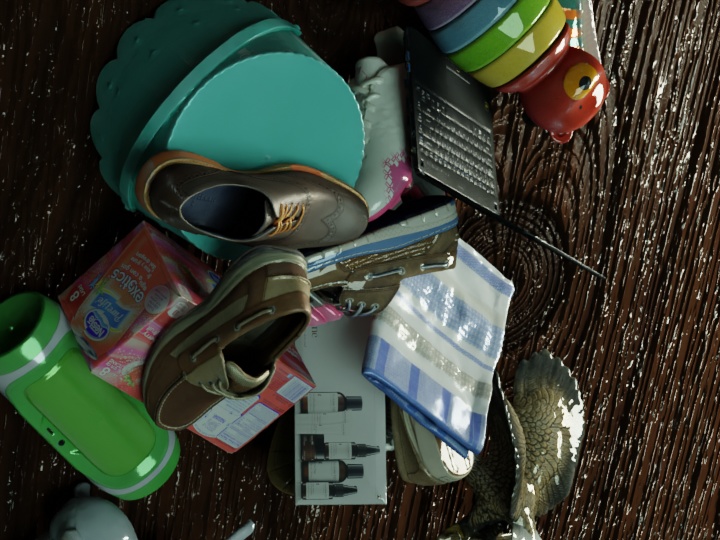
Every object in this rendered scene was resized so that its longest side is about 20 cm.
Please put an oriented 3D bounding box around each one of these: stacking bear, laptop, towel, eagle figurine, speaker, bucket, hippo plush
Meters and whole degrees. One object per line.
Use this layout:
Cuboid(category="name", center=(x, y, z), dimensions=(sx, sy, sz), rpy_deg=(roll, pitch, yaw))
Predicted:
Cuboid(category="stacking bear", center=(0.130, -0.200, 1.571), dimensions=(0.200, 0.114, 0.121), rpy_deg=(46, 70, -14))
Cuboid(category="laptop", center=(0.122, -0.097, 1.567), dimensions=(0.177, 0.103, 0.200), rpy_deg=(25, 59, -61))
Cuboid(category="towel", center=(0.072, 0.050, 1.631), dimensions=(0.147, 0.024, 0.200), rpy_deg=(40, 45, -27))
Cuboid(category="eagle figurine", center=(0.142, 0.186, 1.794), dimensions=(0.151, 0.152, 0.200), rpy_deg=(23, 105, -16))
Cuboid(category="speaker", center=(-0.235, 0.107, 1.552), dimensions=(0.088, 0.088, 0.200), rpy_deg=(-43, 127, -7))
Cuboid(category="bucket", center=(-0.105, -0.112, 1.496), dimensions=(0.207, 0.135, 0.207), rpy_deg=(-13, 118, -26))
Cuboid(category="hippo plush", center=(-0.211, 0.278, 1.599), dimensions=(0.200, 0.159, 0.161), rpy_deg=(-39, 117, 14))

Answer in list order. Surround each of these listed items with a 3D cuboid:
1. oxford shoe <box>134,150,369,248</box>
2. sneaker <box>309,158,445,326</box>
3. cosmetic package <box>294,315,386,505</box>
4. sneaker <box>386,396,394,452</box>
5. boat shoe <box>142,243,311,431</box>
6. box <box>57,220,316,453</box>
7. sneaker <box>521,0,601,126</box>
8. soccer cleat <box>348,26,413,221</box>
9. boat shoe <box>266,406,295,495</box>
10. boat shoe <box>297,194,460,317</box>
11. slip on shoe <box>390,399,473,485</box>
Cuboid(category="oxford shoe", center=(-0.071, -0.041, 1.418), dimensions=(0.200, 0.073, 0.071), rpy_deg=(5, 110, -33))
Cuboid(category="sneaker", center=(-0.019, -0.023, 1.611), dimensions=(0.200, 0.095, 0.079), rpy_deg=(-39, 112, -18))
Cuboid(category="cosmetic package", center=(-0.018, 0.106, 1.632), dimensions=(0.083, 0.051, 0.200), rpy_deg=(-1, 83, -3))
Cuboid(category="sneaker", center=(0.038, 0.085, 1.723), dimensions=(0.200, 0.066, 0.090), rpy_deg=(-50, 121, -3))
Cuboid(category="boat shoe", center=(-0.104, 0.065, 1.436), dimensions=(0.076, 0.072, 0.200), rpy_deg=(9, 134, -37))
Cuboid(category="box", center=(-0.142, 0.060, 1.545), dimensions=(0.103, 0.095, 0.200), rpy_deg=(-40, 140, 11))
Cuboid(category="sneaker", center=(0.158, -0.214, 1.647), dimensions=(0.080, 0.071, 0.200), rpy_deg=(-34, 127, -18))
Cuboid(category="soccer cleat", center=(0.011, -0.125, 1.558), dimensions=(0.086, 0.070, 0.200), rpy_deg=(54, 38, -30))
Cuboid(category="boat shoe", center=(-0.030, 0.109, 1.692), dimensions=(0.065, 0.073, 0.200), rpy_deg=(56, 58, -78))
Cuboid(category="boat shoe", center=(0.000, 0.000, 1.531), dimensions=(0.200, 0.072, 0.072), rpy_deg=(-19, 105, -22))
Cuboid(category="slip on shoe", center=(0.048, 0.093, 1.655), dimensions=(0.076, 0.061, 0.200), rpy_deg=(-7, 81, -50))
